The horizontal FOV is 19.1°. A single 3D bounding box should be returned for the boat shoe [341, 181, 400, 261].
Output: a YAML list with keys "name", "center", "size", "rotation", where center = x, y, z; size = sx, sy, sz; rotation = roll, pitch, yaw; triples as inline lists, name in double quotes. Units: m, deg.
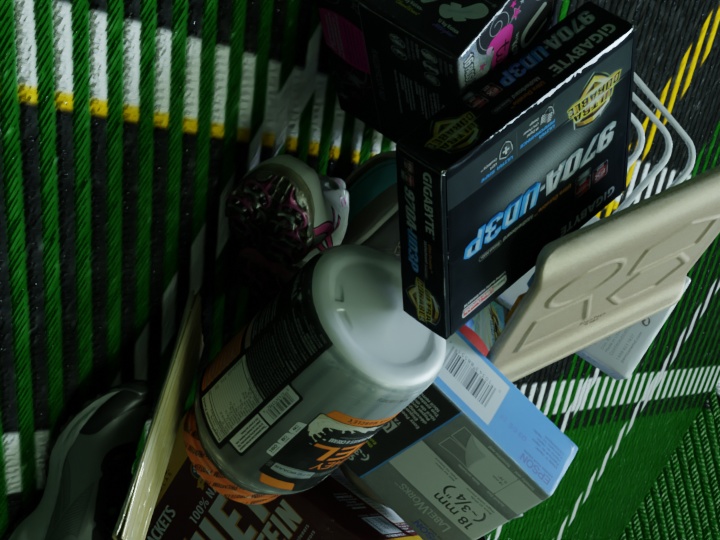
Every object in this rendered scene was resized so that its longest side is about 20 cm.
- name: "boat shoe"
  center: [0.000, 0.000, 1.655]
  size: [0.200, 0.057, 0.067]
  rotation: [-43, -166, 28]

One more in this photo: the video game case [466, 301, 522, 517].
- name: "video game case"
  center: [0.095, 0.115, 1.897]
  size: [0.181, 0.045, 0.201]
  rotation: [32, 52, -70]

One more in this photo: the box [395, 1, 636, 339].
- name: "box"
  center: [0.107, -0.070, 1.464]
  size: [0.200, 0.046, 0.159]
  rotation: [-38, 145, -29]

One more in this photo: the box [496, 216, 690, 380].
- name: "box"
  center: [0.182, 0.001, 1.924]
  size: [0.107, 0.200, 0.152]
  rotation: [-56, 175, 0]

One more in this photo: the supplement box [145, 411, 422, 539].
- name: "supplement box"
  center: [-0.062, 0.226, 1.745]
  size: [0.133, 0.200, 0.197]
  rotation: [-58, 161, 7]

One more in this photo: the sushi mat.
- name: "sushi mat"
  center: [-0.143, 0.119, 1.526]
  size: [0.096, 0.012, 0.201]
  rotation: [97, 7, -61]

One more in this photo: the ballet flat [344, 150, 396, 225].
- name: "ballet flat"
  center: [-0.006, -0.022, 1.716]
  size: [0.200, 0.067, 0.062]
  rotation: [-61, -172, 25]

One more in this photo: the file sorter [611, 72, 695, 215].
- name: "file sorter"
  center: [0.151, -0.097, 1.674]
  size: [0.139, 0.125, 0.200]
  rotation: [-47, -160, -5]

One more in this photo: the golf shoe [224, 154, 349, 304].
- name: "golf shoe"
  center: [-0.048, -0.044, 1.546]
  size: [0.092, 0.072, 0.200]
  rotation: [-54, 171, -19]

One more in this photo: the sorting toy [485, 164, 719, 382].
- name: "sorting toy"
  center: [0.183, -0.001, 1.563]
  size: [0.185, 0.037, 0.200]
  rotation: [-24, 159, -19]

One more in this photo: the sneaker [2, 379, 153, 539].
- name: "sneaker"
  center: [-0.190, 0.166, 1.529]
  size: [0.074, 0.079, 0.201]
  rotation: [-9, 129, -61]

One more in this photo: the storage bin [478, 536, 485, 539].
- name: "storage bin"
  center: [0.000, 0.253, 1.938]
  size: [0.135, 0.200, 0.094]
  rotation: [-43, 159, -31]

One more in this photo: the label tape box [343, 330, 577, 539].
- name: "label tape box"
  center: [0.046, 0.144, 1.637]
  size: [0.200, 0.144, 0.063]
  rotation: [-37, -168, 44]

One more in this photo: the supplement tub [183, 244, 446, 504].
- name: "supplement tub"
  center: [-0.039, 0.081, 1.538]
  size: [0.122, 0.123, 0.200]
  rotation: [-33, 172, -48]

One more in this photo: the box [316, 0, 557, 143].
- name: "box"
  center: [0.059, -0.168, 1.494]
  size: [0.115, 0.132, 0.200]
  rotation: [-51, 160, -15]

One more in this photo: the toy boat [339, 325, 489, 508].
- name: "toy boat"
  center: [0.054, 0.100, 1.741]
  size: [0.131, 0.130, 0.201]
  rotation: [-51, 150, -49]
